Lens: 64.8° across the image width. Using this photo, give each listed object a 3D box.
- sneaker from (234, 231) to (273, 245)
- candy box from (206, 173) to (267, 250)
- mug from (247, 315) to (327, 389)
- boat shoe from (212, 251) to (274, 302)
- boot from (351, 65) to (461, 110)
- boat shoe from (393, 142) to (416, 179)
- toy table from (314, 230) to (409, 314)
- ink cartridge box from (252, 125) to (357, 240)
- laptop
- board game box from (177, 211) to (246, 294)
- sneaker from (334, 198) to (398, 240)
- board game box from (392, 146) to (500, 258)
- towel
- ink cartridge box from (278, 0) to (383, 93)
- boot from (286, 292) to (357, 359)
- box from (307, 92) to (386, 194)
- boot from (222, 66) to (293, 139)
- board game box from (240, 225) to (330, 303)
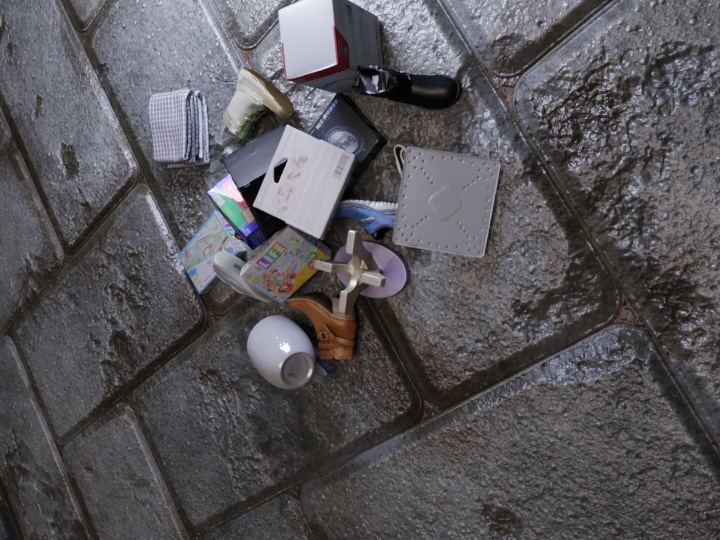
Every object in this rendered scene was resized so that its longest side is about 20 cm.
[{"bbox_3d":[-0.230,-0.107,1.457,0.195,0.074,0.090,9,90,18],"label":"sneaker"},{"bbox_3d":[-0.244,-0.182,1.387,0.199,0.077,0.169,-41,72,-13],"label":"candy box"},{"bbox_3d":[-0.164,0.218,1.385,0.150,0.198,0.175,-59,30,-2],"label":"mug"},{"bbox_3d":[-0.308,0.027,1.510,0.199,0.070,0.072,34,140,5],"label":"boat shoe"},{"bbox_3d":[0.093,-0.381,1.173,0.195,0.161,0.075,14,104,28],"label":"boot"},{"bbox_3d":[0.126,-0.186,1.230,0.070,0.069,0.203,-36,78,28],"label":"boat shoe"},{"bbox_3d":[0.000,0.000,1.300,0.196,0.116,0.189,1,96,31],"label":"toy table"},{"bbox_3d":[-0.123,-0.198,1.281,0.173,0.045,0.204,25,92,6],"label":"ink cartridge box"},{"bbox_3d":[-0.198,-0.217,1.339,0.185,0.116,0.203,-31,106,-9],"label":"laptop"},{"bbox_3d":[-0.418,-0.048,1.586,0.199,0.034,0.136,-41,75,27],"label":"board game box"},{"bbox_3d":[0.019,-0.116,1.297,0.196,0.078,0.092,9,98,29],"label":"sneaker"},{"bbox_3d":[0.177,-0.142,1.186,0.195,0.026,0.205,9,101,3],"label":"board game box"},{"bbox_3d":[-0.506,-0.390,1.568,0.162,0.085,0.205,4,98,31],"label":"towel"},{"bbox_3d":[-0.058,-0.483,1.229,0.142,0.199,0.149,-4,93,32],"label":"ink cartridge box"},{"bbox_3d":[-0.099,0.138,1.401,0.196,0.073,0.159,3,101,32],"label":"boot"},{"bbox_3d":[-0.054,-0.285,1.339,0.200,0.043,0.161,-47,72,26],"label":"box"},{"bbox_3d":[-0.263,-0.397,1.433,0.200,0.071,0.156,44,114,24],"label":"boot"},{"bbox_3d":[-0.186,-0.018,1.399,0.133,0.035,0.199,35,120,-25],"label":"board game box"}]
